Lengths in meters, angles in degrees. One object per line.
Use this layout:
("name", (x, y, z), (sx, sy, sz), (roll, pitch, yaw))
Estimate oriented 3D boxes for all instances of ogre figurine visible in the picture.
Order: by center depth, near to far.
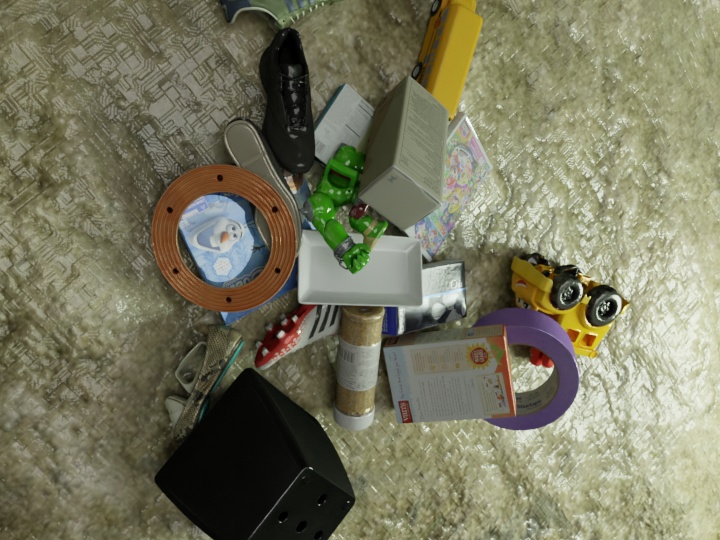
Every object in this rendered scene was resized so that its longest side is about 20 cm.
("ogre figurine", (-0.007, -0.105, 0.850), (0.119, 0.098, 0.202), (33, 78, -8))

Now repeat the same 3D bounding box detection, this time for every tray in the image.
("tray", (0.000, 0.000, 0.885), (0.195, 0.022, 0.110), (3, 77, -18))

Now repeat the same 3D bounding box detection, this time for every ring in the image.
("ring", (-0.183, -0.041, 0.801), (0.195, 0.019, 0.205), (0, 106, -1))

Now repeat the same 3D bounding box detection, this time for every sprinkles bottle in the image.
("sprinkles bottle", (-0.004, 0.146, 0.916), (0.067, 0.068, 0.204), (-5, 115, -22))

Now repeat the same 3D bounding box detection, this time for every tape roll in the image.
("tape roll", (0.265, 0.168, 1.004), (0.195, 0.066, 0.205), (5, 115, 11))

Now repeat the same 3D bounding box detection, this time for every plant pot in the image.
("plant pot", (-0.127, 0.298, 0.821), (0.201, 0.176, 0.200), (-48, 132, -9))

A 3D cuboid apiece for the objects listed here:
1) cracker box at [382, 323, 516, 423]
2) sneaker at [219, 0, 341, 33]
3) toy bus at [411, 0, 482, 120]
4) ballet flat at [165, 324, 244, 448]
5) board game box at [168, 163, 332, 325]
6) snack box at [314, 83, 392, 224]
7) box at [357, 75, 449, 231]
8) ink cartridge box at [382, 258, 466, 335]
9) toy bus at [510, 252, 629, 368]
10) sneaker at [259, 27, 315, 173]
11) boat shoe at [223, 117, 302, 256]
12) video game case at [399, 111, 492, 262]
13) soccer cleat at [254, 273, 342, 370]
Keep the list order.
("cracker box", (0.145, 0.169, 0.959), (0.195, 0.058, 0.137), (-8, 103, 16))
("sneaker", (-0.105, -0.379, 0.837), (0.196, 0.067, 0.092), (-2, 106, -22))
("toy bus", (0.135, -0.342, 0.931), (0.064, 0.078, 0.204), (17, 91, -24))
("ballet flat", (-0.236, 0.171, 0.854), (0.074, 0.068, 0.204), (23, 91, -3))
("board game box", (-0.154, -0.057, 0.866), (0.197, 0.043, 0.202), (-29, 108, -17))
("snack box", (0.015, -0.177, 0.924), (0.199, 0.037, 0.117), (37, 84, -23))
("box", (0.065, -0.167, 0.832), (0.094, 0.077, 0.203), (34, 46, -24))
("ink cartridge box", (0.091, 0.045, 0.967), (0.196, 0.039, 0.102), (-11, 102, -32))
("toy bus", (0.344, 0.086, 1.062), (0.196, 0.136, 0.195), (16, 107, -21))
("sneaker", (-0.099, -0.235, 0.815), (0.074, 0.091, 0.205), (-9, 82, -21))
("boat shoe", (-0.128, -0.114, 0.818), (0.066, 0.057, 0.204), (-20, 107, 5))
("video game case", (0.135, -0.131, 0.961), (0.202, 0.018, 0.143), (-55, 139, -8))
("soccer cleat", (-0.078, 0.086, 0.905), (0.200, 0.068, 0.086), (-47, 116, -15))
